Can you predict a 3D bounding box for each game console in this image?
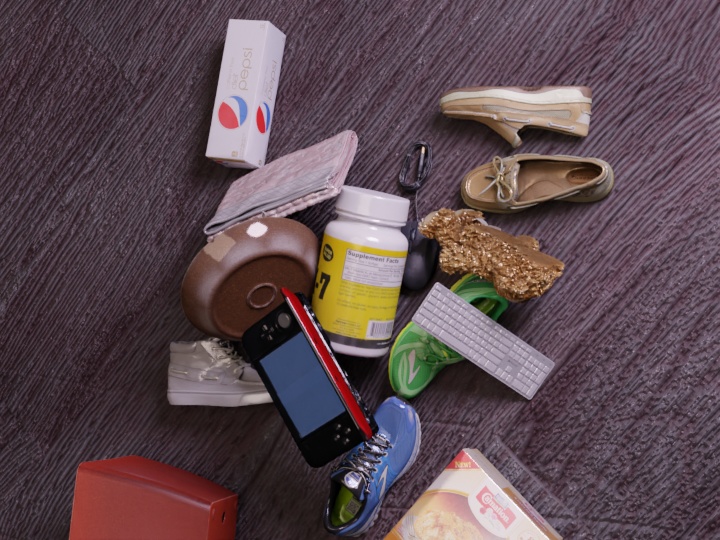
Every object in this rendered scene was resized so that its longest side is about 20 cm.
[{"bbox_3d":[-0.073,0.137,1.237,0.171,0.118,0.202,-34,81,30],"label":"game console"}]

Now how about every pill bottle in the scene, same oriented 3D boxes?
[{"bbox_3d":[0.000,0.000,1.317,0.112,0.114,0.204,14,98,22],"label":"pill bottle"}]

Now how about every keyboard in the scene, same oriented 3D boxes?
[{"bbox_3d":[0.152,0.088,1.251,0.198,0.011,0.057,34,89,-20],"label":"keyboard"}]

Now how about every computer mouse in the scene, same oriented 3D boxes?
[{"bbox_3d":[0.073,-0.075,1.360,0.058,0.034,0.204,-3,81,21],"label":"computer mouse"}]

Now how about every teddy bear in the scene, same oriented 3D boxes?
[{"bbox_3d":[0.158,-0.019,1.269,0.198,0.144,0.068,28,114,25],"label":"teddy bear"}]

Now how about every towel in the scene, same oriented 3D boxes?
[{"bbox_3d":[-0.104,-0.115,1.365,0.197,0.192,0.033,-20,112,17],"label":"towel"}]

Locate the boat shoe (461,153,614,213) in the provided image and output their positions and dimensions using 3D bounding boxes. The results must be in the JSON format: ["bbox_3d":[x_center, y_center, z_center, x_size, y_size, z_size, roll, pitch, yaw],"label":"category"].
[{"bbox_3d":[0.218,-0.117,1.293,0.196,0.063,0.075,-7,81,21],"label":"boat shoe"}]

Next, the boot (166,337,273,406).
[{"bbox_3d":[-0.183,0.135,1.407,0.196,0.073,0.098,-3,88,22],"label":"boot"}]

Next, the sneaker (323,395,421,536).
[{"bbox_3d":[0.013,0.255,1.303,0.078,0.089,0.203,27,96,21],"label":"sneaker"}]

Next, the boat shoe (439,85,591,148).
[{"bbox_3d":[0.196,-0.197,1.314,0.196,0.071,0.078,3,95,21],"label":"boat shoe"}]

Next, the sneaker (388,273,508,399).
[{"bbox_3d":[0.109,0.083,1.290,0.074,0.084,0.201,37,99,-22],"label":"sneaker"}]

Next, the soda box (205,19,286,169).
[{"bbox_3d":[-0.163,-0.250,1.460,0.067,0.064,0.204,7,86,22],"label":"soda box"}]

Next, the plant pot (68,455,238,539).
[{"bbox_3d":[-0.266,0.362,1.355,0.173,0.200,0.204,5,84,10],"label":"plant pot"}]

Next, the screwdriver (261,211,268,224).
[{"bbox_3d":[-0.103,-0.015,1.344,0.028,0.202,0.029,19,54,25],"label":"screwdriver"}]

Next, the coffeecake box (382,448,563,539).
[{"bbox_3d":[0.121,0.344,1.242,0.153,0.073,0.201,44,98,22],"label":"coffeecake box"}]

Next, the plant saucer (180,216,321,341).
[{"bbox_3d":[-0.132,0.023,1.316,0.200,0.200,0.037,-43,47,10],"label":"plant saucer"}]
